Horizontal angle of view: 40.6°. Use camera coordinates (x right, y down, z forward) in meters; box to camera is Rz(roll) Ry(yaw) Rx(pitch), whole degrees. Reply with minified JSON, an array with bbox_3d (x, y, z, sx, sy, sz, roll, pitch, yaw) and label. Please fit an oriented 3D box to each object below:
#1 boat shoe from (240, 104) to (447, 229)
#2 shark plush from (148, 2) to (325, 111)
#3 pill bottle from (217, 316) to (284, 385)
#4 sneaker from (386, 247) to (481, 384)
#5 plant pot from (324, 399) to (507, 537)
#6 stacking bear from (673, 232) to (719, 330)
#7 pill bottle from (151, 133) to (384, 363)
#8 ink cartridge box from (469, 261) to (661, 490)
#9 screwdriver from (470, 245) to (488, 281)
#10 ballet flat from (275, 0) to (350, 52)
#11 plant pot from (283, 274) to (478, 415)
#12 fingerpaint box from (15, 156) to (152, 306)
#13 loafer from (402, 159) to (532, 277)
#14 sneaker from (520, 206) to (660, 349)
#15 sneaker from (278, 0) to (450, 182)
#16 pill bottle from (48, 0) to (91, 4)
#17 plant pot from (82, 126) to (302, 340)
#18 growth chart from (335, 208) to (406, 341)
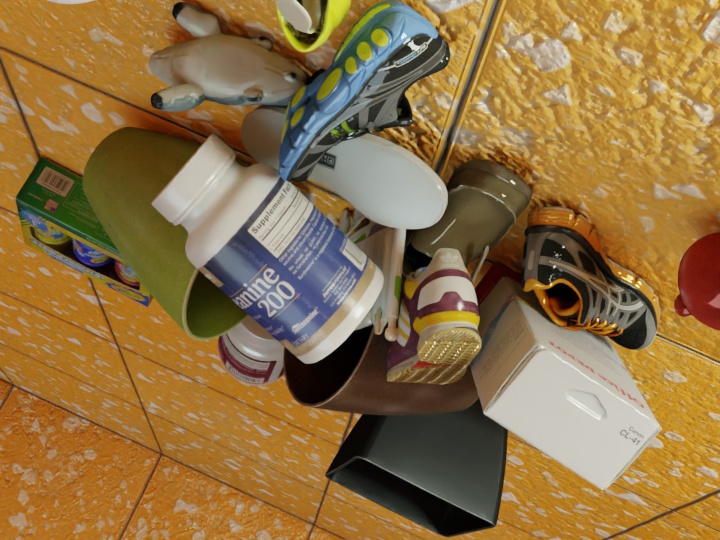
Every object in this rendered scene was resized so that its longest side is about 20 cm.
[{"bbox_3d":[-0.008,-0.103,0.866,0.198,0.064,0.071,26,122,11],"label":"boat shoe"},{"bbox_3d":[-0.090,-0.174,0.844,0.197,0.092,0.083,1,174,4],"label":"shark plush"},{"bbox_3d":[-0.129,0.075,1.292,0.113,0.115,0.200,26,156,-2],"label":"pill bottle"},{"bbox_3d":[0.068,0.048,0.908,0.074,0.092,0.200,3,160,-11],"label":"sneaker"},{"bbox_3d":[0.093,0.229,1.313,0.198,0.179,0.200,28,157,-4],"label":"plant pot"},{"bbox_3d":[0.323,0.008,0.716,0.113,0.123,0.199,33,163,-24],"label":"stacking bear"},{"bbox_3d":[-0.083,-0.022,0.860,0.200,0.111,0.111,43,153,-12],"label":"pill bottle"},{"bbox_3d":[0.179,0.092,0.925,0.147,0.086,0.201,33,-162,-13],"label":"ink cartridge box"},{"bbox_3d":[0.097,0.040,0.935,0.029,0.028,0.201,41,145,11],"label":"screwdriver"},{"bbox_3d":[-0.039,-0.221,0.642,0.066,0.068,0.201,20,156,13],"label":"ballet flat"},{"bbox_3d":[0.045,0.086,1.097,0.198,0.190,0.186,21,161,-30],"label":"plant pot"},{"bbox_3d":[-0.357,-0.046,1.318,0.198,0.074,0.167,28,157,-5],"label":"fingerpaint box"},{"bbox_3d":[0.092,-0.037,0.895,0.075,0.068,0.200,28,157,-7],"label":"loafer"},{"bbox_3d":[0.207,0.025,0.899,0.199,0.078,0.078,39,151,-31],"label":"sneaker"},{"bbox_3d":[-0.004,-0.125,0.765,0.082,0.072,0.199,23,139,-27],"label":"sneaker"},{"bbox_3d":[-0.200,-0.273,0.632,0.115,0.118,0.200,25,157,0],"label":"pill bottle"},{"bbox_3d":[-0.191,-0.061,1.022,0.199,0.188,0.188,35,160,18],"label":"plant pot"},{"bbox_3d":[0.000,0.000,0.965,0.017,0.147,0.200,12,170,-21],"label":"growth chart"}]
